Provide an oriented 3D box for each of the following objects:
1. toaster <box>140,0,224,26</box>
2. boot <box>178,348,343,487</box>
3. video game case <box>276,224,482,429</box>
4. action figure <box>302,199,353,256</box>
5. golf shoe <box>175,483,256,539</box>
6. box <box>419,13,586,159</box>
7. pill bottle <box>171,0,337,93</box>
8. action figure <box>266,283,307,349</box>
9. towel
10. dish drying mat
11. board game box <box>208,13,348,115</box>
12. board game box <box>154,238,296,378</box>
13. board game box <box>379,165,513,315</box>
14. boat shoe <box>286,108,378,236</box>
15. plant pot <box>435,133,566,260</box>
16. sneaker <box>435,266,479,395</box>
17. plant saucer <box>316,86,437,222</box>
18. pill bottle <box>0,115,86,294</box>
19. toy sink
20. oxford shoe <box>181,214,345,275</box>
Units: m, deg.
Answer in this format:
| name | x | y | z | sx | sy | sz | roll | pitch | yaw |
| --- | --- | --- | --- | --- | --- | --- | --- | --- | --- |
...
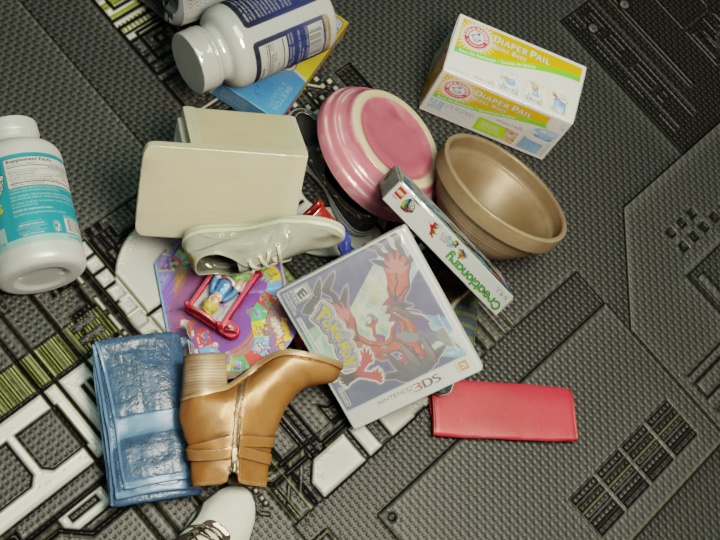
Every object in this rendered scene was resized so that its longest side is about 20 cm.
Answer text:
| name | x | y | z | sx | sy | sz | roll | pitch | yaw |
| --- | --- | --- | --- | --- | --- | --- | --- | --- | --- |
| toaster | -0.232 | -0.409 | 1.611 | 0.129 | 0.114 | 0.200 | -19 | 38 | -27 |
| boot | -0.112 | 0.173 | 1.406 | 0.199 | 0.077 | 0.156 | 0 | 75 | -22 |
| video game case | 0.022 | 0.071 | 1.456 | 0.182 | 0.023 | 0.201 | -27 | 100 | 16 |
| action figure | 0.000 | 0.000 | 1.541 | 0.052 | 0.065 | 0.200 | -44 | 104 | 0 |
| golf shoe | -0.176 | 0.319 | 1.354 | 0.078 | 0.095 | 0.200 | 35 | 61 | 1 |
| box | 0.198 | -0.257 | 1.697 | 0.199 | 0.113 | 0.102 | 21 | 63 | -6 |
| pill bottle | -0.139 | -0.304 | 1.566 | 0.199 | 0.111 | 0.111 | -28 | 79 | -25 |
| action figure | -0.040 | 0.085 | 1.520 | 0.200 | 0.052 | 0.065 | 39 | 68 | 3 |
| towel | -0.249 | 0.171 | 1.411 | 0.111 | 0.049 | 0.201 | -7 | 72 | -16 |
| dish drying mat | 0.185 | 0.183 | 1.564 | 0.199 | 0.018 | 0.077 | 4 | 66 | -14 |
| board game box | -0.129 | -0.305 | 1.656 | 0.153 | 0.040 | 0.200 | 33 | 63 | -2 |
| board game box | -0.167 | 0.031 | 1.484 | 0.157 | 0.039 | 0.201 | -12 | 73 | -6 |
| board game box | 0.104 | -0.040 | 1.485 | 0.035 | 0.126 | 0.200 | -43 | 100 | 9 |
| boat shoe | -0.035 | -0.139 | 1.601 | 0.070 | 0.066 | 0.201 | -22 | 77 | -24 |
| plant pot | 0.168 | -0.081 | 1.605 | 0.200 | 0.093 | 0.201 | 28 | 33 | -20 |
| sneaker | 0.117 | 0.078 | 1.565 | 0.090 | 0.067 | 0.200 | 66 | 33 | -29 |
| plant saucer | 0.033 | -0.163 | 1.598 | 0.200 | 0.051 | 0.201 | 25 | 48 | -31 |
| pill bottle | -0.401 | -0.081 | 1.440 | 0.110 | 0.111 | 0.201 | -11 | 71 | -21 |
| toy sink | -0.179 | -0.121 | 1.497 | 0.199 | 0.131 | 0.112 | 1 | 35 | -17 |
| oxford shoe | -0.116 | -0.026 | 1.455 | 0.199 | 0.075 | 0.058 | -6 | 60 | 0 |
